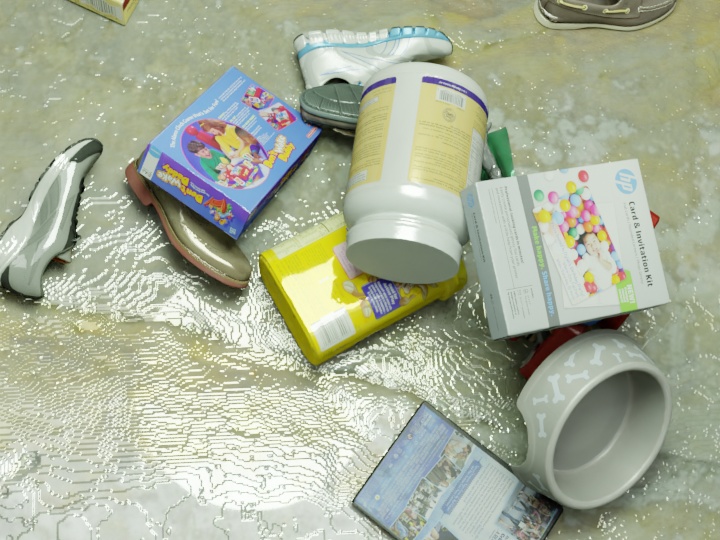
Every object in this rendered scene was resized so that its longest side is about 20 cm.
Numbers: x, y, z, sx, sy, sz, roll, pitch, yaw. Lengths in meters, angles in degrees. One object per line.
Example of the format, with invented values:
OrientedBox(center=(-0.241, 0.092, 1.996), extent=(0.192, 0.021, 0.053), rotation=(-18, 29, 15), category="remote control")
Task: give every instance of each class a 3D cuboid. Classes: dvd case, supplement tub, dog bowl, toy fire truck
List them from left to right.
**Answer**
OrientedBox(center=(0.058, -0.102, 1.273), extent=(0.143, 0.146, 0.203), rotation=(11, 70, -5), category="supplement tub")
OrientedBox(center=(0.109, 0.260, 1.314), extent=(0.199, 0.018, 0.143), rotation=(37, 69, 6), category="dvd case")
OrientedBox(center=(0.251, 0.030, 1.336), extent=(0.112, 0.168, 0.201), rotation=(37, 69, 6), category="toy fire truck")
OrientedBox(center=(0.253, 0.167, 1.279), extent=(0.198, 0.202, 0.059), rotation=(-29, 35, -17), category="dog bowl")

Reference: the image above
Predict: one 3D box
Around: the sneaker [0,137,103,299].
OrientedBox(center=(-0.341, -0.059, 1.335), extent=(0.079, 0.074, 0.202), rotation=(30, 75, -7), category="sneaker")

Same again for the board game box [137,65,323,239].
OrientedBox(center=(-0.143, -0.138, 1.351), extent=(0.134, 0.045, 0.200), rotation=(34, 41, 1), category="board game box")

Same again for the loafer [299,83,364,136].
OrientedBox(center=(0.022, -0.179, 1.422), extent=(0.197, 0.063, 0.072), rotation=(-1, 43, -13), category="loafer")

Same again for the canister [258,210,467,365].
OrientedBox(center=(0.000, 0.000, 1.354), extent=(0.198, 0.087, 0.150), rotation=(-27, 76, -15), category="canister")

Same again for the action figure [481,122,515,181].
OrientedBox(center=(0.160, -0.075, 1.424), extent=(0.117, 0.055, 0.203), rotation=(-15, 78, -16), category="action figure")

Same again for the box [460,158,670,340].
OrientedBox(center=(0.211, -0.023, 1.220), extent=(0.197, 0.041, 0.158), rotation=(-9, 83, -24), category="box")

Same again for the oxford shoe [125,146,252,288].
OrientedBox(center=(-0.184, -0.068, 1.343), extent=(0.200, 0.070, 0.075), rotation=(48, 110, 8), category="oxford shoe")

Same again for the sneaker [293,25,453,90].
OrientedBox(center=(0.019, -0.249, 1.461), extent=(0.197, 0.075, 0.088), rotation=(-7, 85, -8), category="sneaker")

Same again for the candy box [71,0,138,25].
OrientedBox(center=(-0.352, -0.397, 1.454), extent=(0.198, 0.055, 0.117), rotation=(25, 69, 0), category="candy box")

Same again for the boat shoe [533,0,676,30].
OrientedBox(center=(0.326, -0.356, 1.542), extent=(0.197, 0.060, 0.073), rotation=(-5, 71, -10), category="boat shoe")
